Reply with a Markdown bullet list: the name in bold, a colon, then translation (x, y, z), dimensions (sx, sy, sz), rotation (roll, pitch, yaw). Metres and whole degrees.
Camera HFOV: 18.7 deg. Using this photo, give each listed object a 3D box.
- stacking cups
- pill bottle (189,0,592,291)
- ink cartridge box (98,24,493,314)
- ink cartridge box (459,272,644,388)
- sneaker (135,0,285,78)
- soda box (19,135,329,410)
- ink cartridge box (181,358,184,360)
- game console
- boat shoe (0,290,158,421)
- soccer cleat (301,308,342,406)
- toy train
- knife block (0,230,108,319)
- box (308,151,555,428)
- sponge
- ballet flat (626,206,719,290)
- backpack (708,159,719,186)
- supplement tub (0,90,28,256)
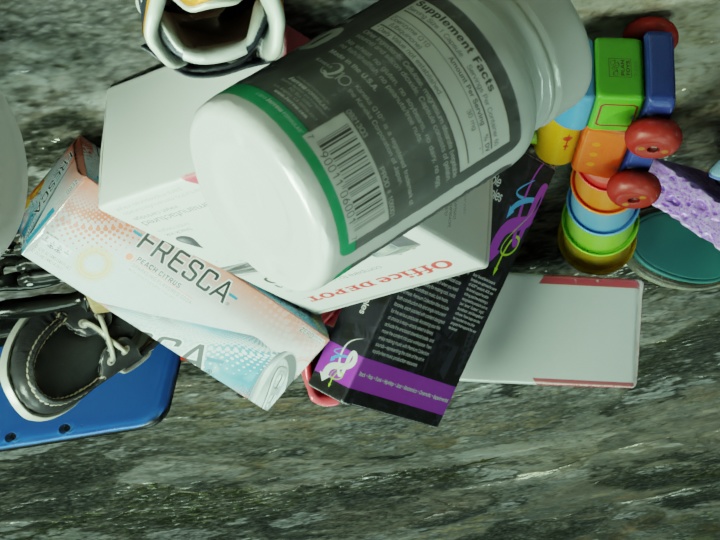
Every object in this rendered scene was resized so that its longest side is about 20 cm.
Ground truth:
- **stacking cups**: translation (0.174, -0.059, 1.542), dimensions (0.060, 0.061, 0.200), rotation (-9, 159, -2)
- **pill bottle**: translation (0.019, -0.083, 1.152), dimensions (0.200, 0.113, 0.113), rotation (-32, 175, -27)
- **ink cartridge box**: translation (-0.035, -0.054, 1.302), dimensions (0.146, 0.085, 0.200), rotation (-16, 152, 37)
- **ink cartridge box**: translation (0.127, 0.045, 1.680), dimensions (0.145, 0.084, 0.200), rotation (2, 179, -3)
- **sneaker**: translation (-0.077, -0.131, 1.115), dimensions (0.078, 0.080, 0.200), rotation (-11, 165, 1)
- **soda box**: translation (-0.117, 0.003, 1.377), dimensions (0.200, 0.064, 0.068), rotation (35, 106, -25)
- **ink cartridge box**: translation (-0.063, 0.068, 1.840), dimensions (0.200, 0.057, 0.162), rotation (-26, 157, 32)
- **game console**: translation (-0.207, 0.090, 1.688), dimensions (0.200, 0.119, 0.171), rotation (-9, 164, 19)
- **boat shoe**: translation (-0.180, 0.043, 1.542), dimensions (0.060, 0.074, 0.200), rotation (-19, -171, 31)
- **soccer cleat**: translation (0.000, 0.000, 1.458), dimensions (0.068, 0.073, 0.200), rotation (13, 124, -6)
- **toy train**: translation (0.129, -0.082, 1.369), dimensions (0.116, 0.085, 0.200), rotation (3, 156, -2)
- **knife block**: translation (-0.158, -0.010, 1.499), dimensions (0.175, 0.064, 0.200), rotation (-22, 159, 39)
- **box**: translation (0.050, 0.001, 1.453), dimensions (0.036, 0.200, 0.143), rotation (27, -178, 30)
- **sponge**: translation (0.268, -0.033, 1.537), dimensions (0.030, 0.112, 0.200), rotation (-59, 158, 12)
- **ballet flat**: translation (0.276, -0.015, 1.717), dimensions (0.200, 0.068, 0.062), rotation (-1, 171, -26)
- **backpack**: translation (0.340, -0.074, 1.431), dimensions (0.182, 0.135, 0.200), rotation (8, -172, -42)
- **supplement tub**: translation (-0.296, -0.039, 1.185), dimensions (0.200, 0.146, 0.145), rotation (-20, 160, 32)
